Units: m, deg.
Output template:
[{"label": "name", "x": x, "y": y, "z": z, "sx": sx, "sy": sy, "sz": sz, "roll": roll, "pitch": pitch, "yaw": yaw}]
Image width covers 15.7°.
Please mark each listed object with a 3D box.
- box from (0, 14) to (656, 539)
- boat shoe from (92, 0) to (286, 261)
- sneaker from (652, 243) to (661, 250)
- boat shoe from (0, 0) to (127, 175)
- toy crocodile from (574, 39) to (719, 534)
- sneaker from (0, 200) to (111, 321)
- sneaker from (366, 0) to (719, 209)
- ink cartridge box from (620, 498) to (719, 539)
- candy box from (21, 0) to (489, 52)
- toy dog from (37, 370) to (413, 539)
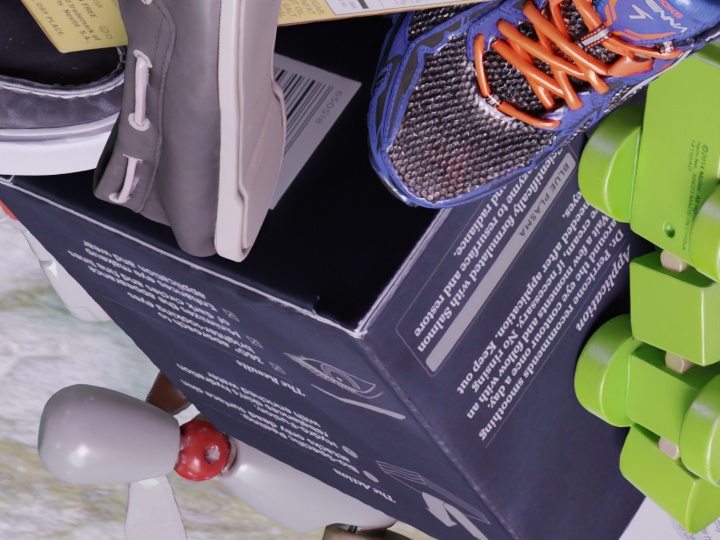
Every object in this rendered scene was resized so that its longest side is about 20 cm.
[{"label": "box", "x": 0.000, "y": 0.000, "z": 0.959, "sx": 0.196, "sy": 0.118, "sz": 0.200, "roll": 23, "pitch": 160, "yaw": 38}, {"label": "boat shoe", "x": -0.052, "y": -0.067, "z": 0.743, "sx": 0.057, "sy": 0.067, "sz": 0.200, "roll": 15, "pitch": 149, "yaw": 5}, {"label": "sneaker", "x": 0.134, "y": -0.006, "z": 0.978, "sx": 0.086, "sy": 0.078, "sz": 0.200, "roll": 19, "pitch": 175, "yaw": -1}, {"label": "boat shoe", "x": -0.158, "y": -0.093, "z": 0.883, "sx": 0.200, "sy": 0.072, "sz": 0.068, "roll": 19, "pitch": 146, "yaw": 5}, {"label": "toy crocodile", "x": 0.116, "y": 0.004, "z": 0.881, "sx": 0.067, "sy": 0.062, "sz": 0.200, "roll": 29, "pitch": 130, "yaw": 42}, {"label": "sneaker", "x": -0.108, "y": -0.053, "z": 1.024, "sx": 0.082, "sy": 0.077, "sz": 0.200, "roll": -23, "pitch": 153, "yaw": 4}, {"label": "sneaker", "x": 0.077, "y": -0.089, "z": 0.776, "sx": 0.075, "sy": 0.078, "sz": 0.200, "roll": 42, "pitch": 109, "yaw": -15}, {"label": "ink cartridge box", "x": 0.139, "y": 0.072, "z": 1.143, "sx": 0.200, "sy": 0.084, "sz": 0.144, "roll": -5, "pitch": 145, "yaw": 22}, {"label": "candy box", "x": -0.006, "y": -0.133, "z": 0.789, "sx": 0.200, "sy": 0.117, "sz": 0.056, "roll": -3, "pitch": 138, "yaw": 34}, {"label": "toy dog", "x": -0.053, "y": 0.078, "z": 1.186, "sx": 0.200, "sy": 0.132, "sz": 0.096, "roll": 35, "pitch": 171, "yaw": -25}]
